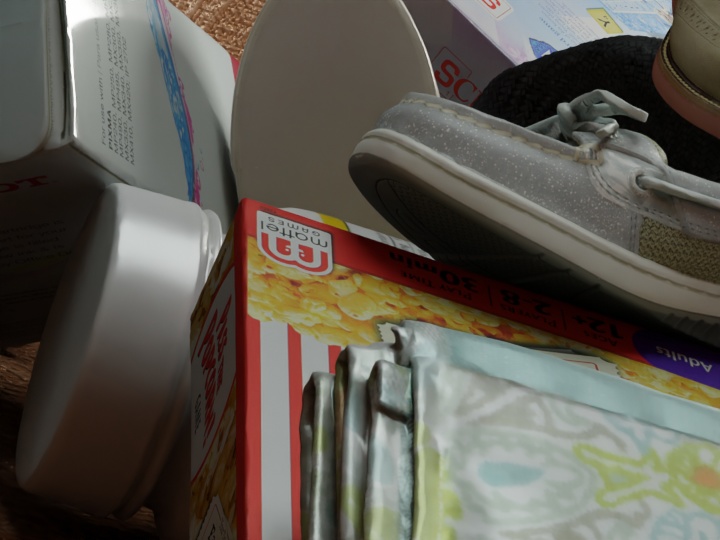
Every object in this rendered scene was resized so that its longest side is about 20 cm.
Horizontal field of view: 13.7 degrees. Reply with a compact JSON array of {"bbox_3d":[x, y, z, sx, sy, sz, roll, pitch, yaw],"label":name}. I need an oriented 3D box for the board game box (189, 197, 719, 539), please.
[{"bbox_3d":[0.032,0.072,0.754,0.151,0.046,0.200,17,30,-14],"label":"board game box"}]

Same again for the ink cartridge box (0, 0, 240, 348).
[{"bbox_3d":[-0.123,-0.039,0.978,0.145,0.083,0.200,-9,-16,16],"label":"ink cartridge box"}]

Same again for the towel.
[{"bbox_3d":[0.079,0.102,0.650,0.199,0.048,0.172,17,40,-13],"label":"towel"}]

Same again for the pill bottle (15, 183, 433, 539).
[{"bbox_3d":[0.005,0.047,0.902,0.199,0.115,0.114,17,6,-13],"label":"pill bottle"}]

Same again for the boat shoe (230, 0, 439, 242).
[{"bbox_3d":[0.000,0.000,1.020,0.074,0.201,0.093,-5,-3,3],"label":"boat shoe"}]

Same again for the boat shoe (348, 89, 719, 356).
[{"bbox_3d":[0.091,-0.013,0.854,0.201,0.065,0.074,19,-10,-17],"label":"boat shoe"}]

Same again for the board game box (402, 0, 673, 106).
[{"bbox_3d":[0.056,-0.123,1.220,0.200,0.041,0.199,44,30,6],"label":"board game box"}]

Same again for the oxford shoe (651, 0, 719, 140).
[{"bbox_3d":[0.135,-0.091,0.951,0.070,0.074,0.200,14,25,-7],"label":"oxford shoe"}]

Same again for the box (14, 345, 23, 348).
[{"bbox_3d":[-0.217,-0.036,1.125,0.199,0.078,0.095,14,7,-37],"label":"box"}]

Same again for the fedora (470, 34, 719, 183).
[{"bbox_3d":[0.095,-0.023,1.017,0.092,0.201,0.200,41,-9,-36],"label":"fedora"}]
